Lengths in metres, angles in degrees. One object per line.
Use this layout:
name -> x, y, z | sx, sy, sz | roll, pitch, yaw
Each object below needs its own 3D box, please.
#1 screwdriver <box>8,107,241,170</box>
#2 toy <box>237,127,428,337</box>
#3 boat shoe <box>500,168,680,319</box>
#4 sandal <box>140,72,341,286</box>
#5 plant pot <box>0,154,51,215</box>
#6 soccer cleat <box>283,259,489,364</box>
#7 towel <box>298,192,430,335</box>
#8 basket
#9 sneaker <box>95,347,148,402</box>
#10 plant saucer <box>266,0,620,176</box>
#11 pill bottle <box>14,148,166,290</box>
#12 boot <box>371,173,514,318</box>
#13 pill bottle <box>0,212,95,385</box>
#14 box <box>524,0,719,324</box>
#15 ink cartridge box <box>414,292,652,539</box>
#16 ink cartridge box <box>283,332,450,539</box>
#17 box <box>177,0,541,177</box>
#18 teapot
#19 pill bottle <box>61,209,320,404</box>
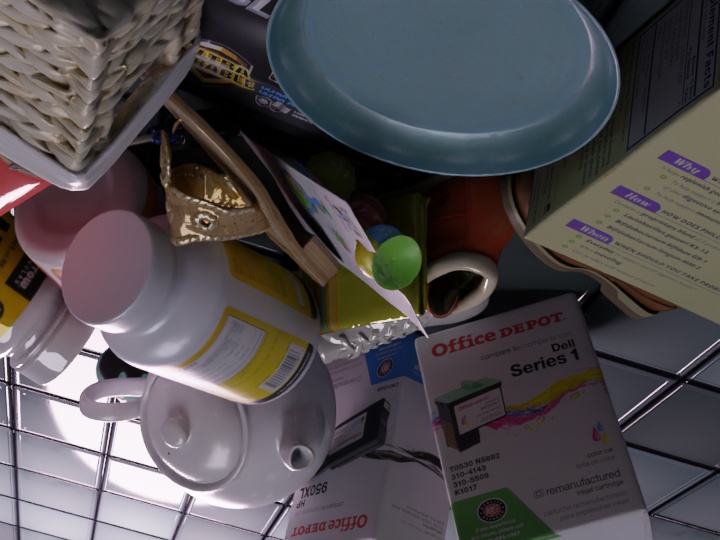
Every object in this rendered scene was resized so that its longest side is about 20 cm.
screwdriver -> -0.147, -0.086, 0.805 | 0.029, 0.028, 0.199 | -40, 168, 33
toy -> -0.010, -0.042, 0.843 | 0.116, 0.047, 0.200 | 57, 173, -31
boat shoe -> 0.176, -0.030, 0.858 | 0.068, 0.073, 0.199 | -19, 148, 38
sandal -> -0.093, -0.037, 0.818 | 0.078, 0.070, 0.212 | 39, 174, 47
plant pot -> -0.286, -0.105, 0.801 | 0.176, 0.202, 0.201 | -14, 143, 22
soccer cleat -> 0.009, 0.041, 1.027 | 0.198, 0.087, 0.070 | 0, 149, 22
towel -> 0.000, 0.000, 0.918 | 0.018, 0.087, 0.200 | 1, 173, -26
basket -> -0.186, -0.164, 0.654 | 0.199, 0.136, 0.124 | 34, 143, -1
sneaker -> -0.171, 0.137, 1.284 | 0.198, 0.078, 0.140 | 10, 151, 6
plant saucer -> 0.046, -0.119, 0.691 | 0.198, 0.028, 0.201 | 9, 153, 5
pill bottle -> -0.183, -0.005, 1.000 | 0.111, 0.113, 0.200 | 1, 149, 21
boot -> 0.043, -0.009, 0.906 | 0.074, 0.108, 0.200 | 22, 152, -22
pill bottle -> -0.321, 0.002, 1.036 | 0.199, 0.115, 0.114 | 38, 144, -22
box -> 0.226, -0.066, 0.736 | 0.174, 0.098, 0.200 | 22, 151, -16
ink cartridge box -> 0.134, 0.135, 0.988 | 0.143, 0.202, 0.084 | -16, 144, 6
ink cartridge box -> 0.016, 0.176, 1.146 | 0.084, 0.202, 0.144 | 29, 147, -29
box -> -0.021, -0.151, 0.739 | 0.198, 0.050, 0.198 | 22, 151, -16
teapot -> -0.130, 0.129, 1.109 | 0.200, 0.198, 0.146 | -43, 165, 29
pill bottle -> -0.122, 0.025, 0.901 | 0.111, 0.113, 0.200 | -4, 161, 29
